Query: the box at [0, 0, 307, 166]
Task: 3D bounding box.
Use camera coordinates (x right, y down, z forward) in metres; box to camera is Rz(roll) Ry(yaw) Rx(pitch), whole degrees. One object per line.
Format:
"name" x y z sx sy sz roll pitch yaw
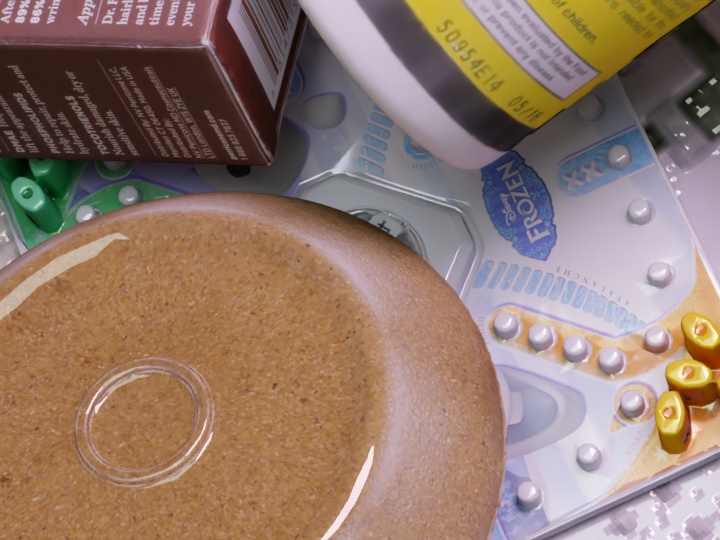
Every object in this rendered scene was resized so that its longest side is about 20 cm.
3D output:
"box" -0.117 -0.093 0.885 0.199 0.075 0.101 4 61 19

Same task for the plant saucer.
"plant saucer" -0.058 0.051 0.807 0.199 0.035 0.201 -8 55 11

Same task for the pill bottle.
"pill bottle" 0.077 -0.129 0.800 0.200 0.114 0.115 -36 66 16

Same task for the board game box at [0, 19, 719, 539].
"board game box" 0.000 0.000 0.871 0.199 0.026 0.201 -25 68 2
